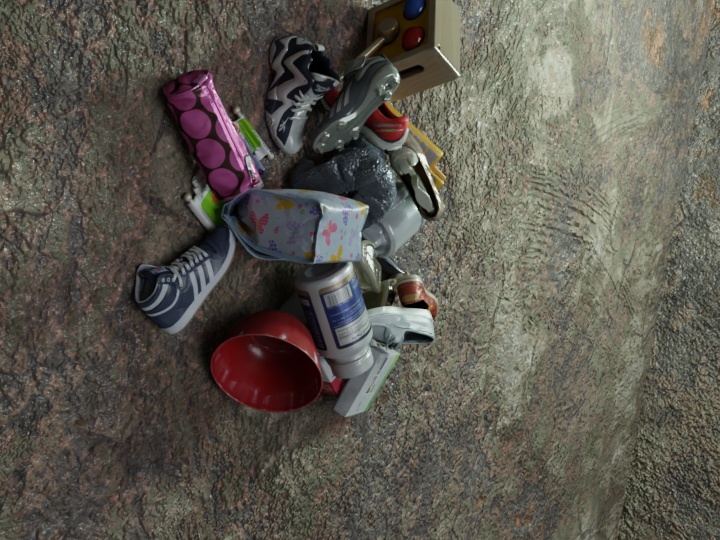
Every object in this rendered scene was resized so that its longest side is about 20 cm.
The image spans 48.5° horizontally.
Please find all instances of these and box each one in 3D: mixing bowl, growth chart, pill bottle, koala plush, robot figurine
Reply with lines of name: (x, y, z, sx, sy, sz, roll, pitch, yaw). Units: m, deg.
mixing bowl: (-0.157, 0.145, 1.410, 0.109, 0.197, 0.202, -81, 153, -48)
growth chart: (-0.220, -0.156, 1.364, 0.145, 0.018, 0.202, 45, 66, -46)
pill bottle: (-0.041, 0.086, 1.436, 0.110, 0.110, 0.203, -35, 117, -38)
koala plush: (-0.003, -0.185, 1.510, 0.178, 0.182, 0.201, 51, 32, -20)
robot figurine: (0.061, -0.105, 1.632, 0.200, 0.113, 0.171, -41, 166, -36)

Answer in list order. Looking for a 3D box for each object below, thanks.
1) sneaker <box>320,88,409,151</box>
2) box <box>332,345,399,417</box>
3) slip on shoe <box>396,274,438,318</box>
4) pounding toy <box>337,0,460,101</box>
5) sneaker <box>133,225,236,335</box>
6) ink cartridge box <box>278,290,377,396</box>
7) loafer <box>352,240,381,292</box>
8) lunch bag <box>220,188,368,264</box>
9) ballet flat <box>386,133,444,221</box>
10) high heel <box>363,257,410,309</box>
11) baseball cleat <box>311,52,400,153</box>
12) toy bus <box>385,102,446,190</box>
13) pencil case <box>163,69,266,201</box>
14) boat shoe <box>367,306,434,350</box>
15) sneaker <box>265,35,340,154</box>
sneaker: (0.012, -0.298, 1.464, 0.077, 0.199, 0.086, -22, 142, -56)
box: (0.015, 0.225, 1.639, 0.146, 0.036, 0.200, -60, 164, 1)
slip on shoe: (0.118, 0.072, 1.652, 0.200, 0.073, 0.062, 55, 26, -63)
pounding toy: (0.071, -0.426, 1.517, 0.142, 0.197, 0.187, 33, 53, -48)
sneaker: (-0.284, -0.006, 1.284, 0.202, 0.069, 0.109, -59, 138, -13)
ink cartridge box: (-0.065, 0.123, 1.567, 0.148, 0.085, 0.202, -50, 134, -29)
loafer: (0.000, 0.000, 1.534, 0.200, 0.067, 0.077, 67, 20, -69)
lunch bag: (-0.111, -0.077, 1.353, 0.169, 0.197, 0.130, -6, 110, -63)
ballet flat: (0.104, -0.184, 1.538, 0.202, 0.067, 0.067, 57, 21, -10)
high heel: (0.068, 0.070, 1.684, 0.142, 0.070, 0.203, 44, 42, -41)
baseball cleat: (-0.020, -0.298, 1.413, 0.199, 0.107, 0.070, -39, 149, 9)
toy bus: (0.096, -0.247, 1.602, 0.199, 0.065, 0.079, 39, 99, -15)
pencil case: (-0.229, -0.214, 1.260, 0.091, 0.093, 0.202, -42, 120, -28)
boat shoe: (0.066, 0.116, 1.558, 0.198, 0.070, 0.073, 2, 58, -33)
sneaker: (-0.094, -0.301, 1.386, 0.079, 0.128, 0.203, -4, 103, -47)
